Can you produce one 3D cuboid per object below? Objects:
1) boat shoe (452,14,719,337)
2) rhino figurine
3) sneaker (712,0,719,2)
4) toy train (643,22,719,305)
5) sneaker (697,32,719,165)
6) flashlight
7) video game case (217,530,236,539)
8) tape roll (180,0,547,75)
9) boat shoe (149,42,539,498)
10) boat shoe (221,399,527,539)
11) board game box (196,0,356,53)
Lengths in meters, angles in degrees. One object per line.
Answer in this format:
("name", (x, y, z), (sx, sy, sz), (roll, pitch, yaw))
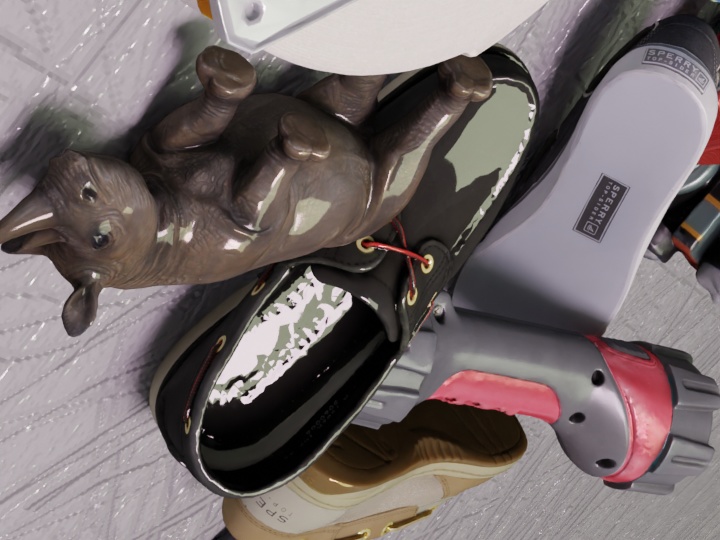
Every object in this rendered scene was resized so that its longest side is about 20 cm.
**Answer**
("boat shoe", (0.102, -0.035, 1.072), (0.066, 0.070, 0.201), (-60, 176, -47))
("rhino figurine", (-0.047, -0.029, 0.812), (0.199, 0.060, 0.088), (-20, 154, -43))
("sneaker", (0.154, -0.146, 0.973), (0.200, 0.076, 0.105), (-15, 140, -55))
("toy train", (0.212, -0.071, 1.145), (0.200, 0.114, 0.085), (-49, 157, 0))
("sneaker", (0.207, -0.132, 1.087), (0.199, 0.116, 0.078), (-24, 151, 16))
("flashlight", (0.062, 0.052, 1.037), (0.199, 0.068, 0.068), (10, 150, -34))
("video game case", (-0.109, 0.226, 1.138), (0.200, 0.025, 0.181), (-43, 157, -15))
("tape roll", (0.012, -0.152, 0.664), (0.202, 0.037, 0.204), (-19, 124, -32))
("boat shoe", (0.002, 0.002, 0.918), (0.074, 0.063, 0.202), (41, 91, -26))
("boat shoe", (0.005, 0.081, 1.076), (0.066, 0.074, 0.200), (-45, 159, 24))
("board game box", (0.022, -0.183, 0.611), (0.199, 0.026, 0.201), (-30, 128, -25))
